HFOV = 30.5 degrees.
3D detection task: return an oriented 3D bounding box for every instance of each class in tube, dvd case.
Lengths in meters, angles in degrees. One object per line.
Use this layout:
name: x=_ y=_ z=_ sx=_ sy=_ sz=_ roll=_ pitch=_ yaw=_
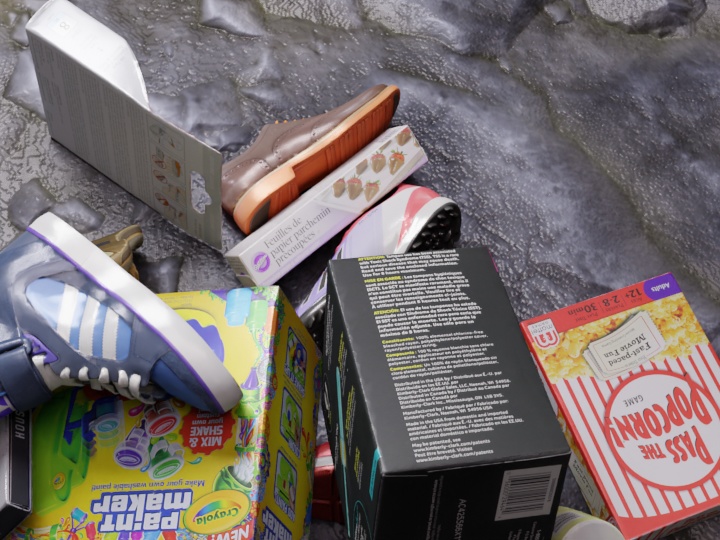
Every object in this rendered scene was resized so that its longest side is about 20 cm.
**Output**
tube: x=0.142 y=0.195 z=0.969 sx=0.058 sy=0.200 sz=0.052 roll=40 pitch=83 yaw=-5
dvd case: x=-0.287 y=0.125 z=0.960 sx=0.025 sy=0.150 sz=0.202 roll=26 pitch=35 yaw=-35

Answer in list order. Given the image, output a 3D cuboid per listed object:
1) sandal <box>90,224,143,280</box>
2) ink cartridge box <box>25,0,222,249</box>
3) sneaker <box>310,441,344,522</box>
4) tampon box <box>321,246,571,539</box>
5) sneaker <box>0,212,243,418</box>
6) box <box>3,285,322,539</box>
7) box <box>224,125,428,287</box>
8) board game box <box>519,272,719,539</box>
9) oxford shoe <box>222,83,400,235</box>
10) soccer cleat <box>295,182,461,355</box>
sandal: x=-0.204 y=0.004 z=1.044 sx=0.079 sy=0.200 sz=0.055 roll=-20 pitch=100 yaw=-7
ink cartridge box: x=-0.185 y=-0.121 z=1.112 sx=0.199 sy=0.161 sz=0.047 roll=33 pitch=64 yaw=11
sneaker: x=0.024 y=0.130 z=1.066 sx=0.197 sy=0.079 sz=0.116 roll=-4 pitch=46 yaw=-11
tampon box: x=0.049 y=0.107 z=0.923 sx=0.124 sy=0.151 sz=0.201 roll=-4 pitch=42 yaw=-10
sneaker: x=-0.193 y=0.070 z=0.888 sx=0.199 sy=0.081 sz=0.147 roll=39 pitch=77 yaw=13
box: x=-0.142 y=0.130 z=0.972 sx=0.197 sy=0.122 sz=0.195 roll=-5 pitch=60 yaw=14
box: x=-0.028 y=-0.056 z=1.151 sx=0.199 sy=0.041 sz=0.039 roll=-39 pitch=105 yaw=-21
board game box: x=0.235 y=0.116 z=1.098 sx=0.150 sy=0.046 sz=0.202 roll=-17 pitch=65 yaw=-15
oxford shoe: x=-0.048 y=-0.117 z=1.180 sx=0.199 sy=0.072 sz=0.073 roll=-37 pitch=67 yaw=-22
soccer cleat: x=0.000 y=0.000 z=1.132 sx=0.073 sy=0.069 sz=0.200 roll=31 pitch=64 yaw=37
